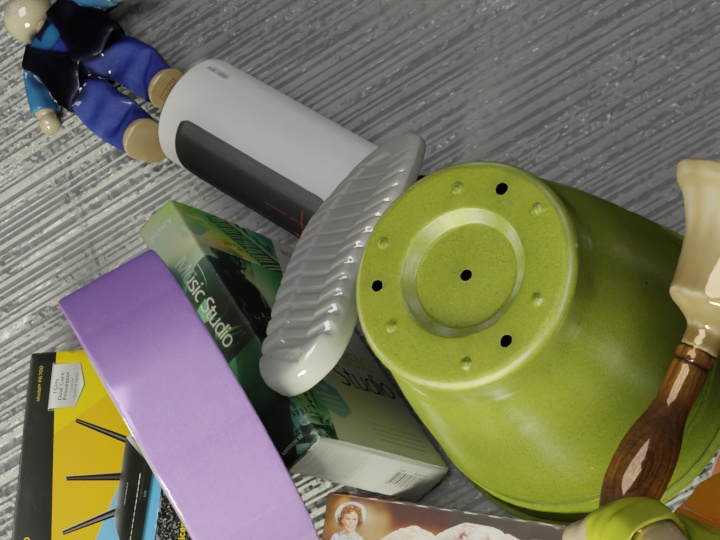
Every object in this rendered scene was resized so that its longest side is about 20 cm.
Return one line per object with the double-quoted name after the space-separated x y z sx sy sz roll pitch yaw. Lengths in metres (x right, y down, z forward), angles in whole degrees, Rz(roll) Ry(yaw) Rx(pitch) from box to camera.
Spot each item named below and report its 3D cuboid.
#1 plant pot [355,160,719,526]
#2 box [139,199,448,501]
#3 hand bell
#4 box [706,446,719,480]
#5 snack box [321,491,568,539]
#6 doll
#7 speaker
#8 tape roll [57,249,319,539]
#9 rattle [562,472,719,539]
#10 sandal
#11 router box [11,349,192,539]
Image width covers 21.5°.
0.095 0.031 1.079 0.200 0.193 0.201 -10 68 25 "plant pot"
-0.041 0.050 1.173 0.036 0.144 0.200 -46 57 15 "box"
0.172 0.052 0.997 0.104 0.104 0.200 23 82 33 "hand bell"
0.245 0.191 0.991 0.152 0.106 0.200 17 81 32 "box"
0.067 0.181 1.133 0.200 0.024 0.072 5 85 29 "snack box"
-0.197 -0.157 1.391 0.200 0.048 0.137 35 100 39 "doll"
-0.039 -0.067 1.255 0.200 0.081 0.081 32 88 33 "speaker"
-0.101 0.089 1.108 0.066 0.200 0.200 -29 58 -9 "tape roll"
0.188 0.200 0.938 0.130 0.143 0.200 -37 71 50 "rattle"
-0.005 0.002 1.121 0.082 0.050 0.203 -19 35 44 "sandal"
-0.155 0.152 1.251 0.149 0.051 0.200 -6 71 26 "router box"
